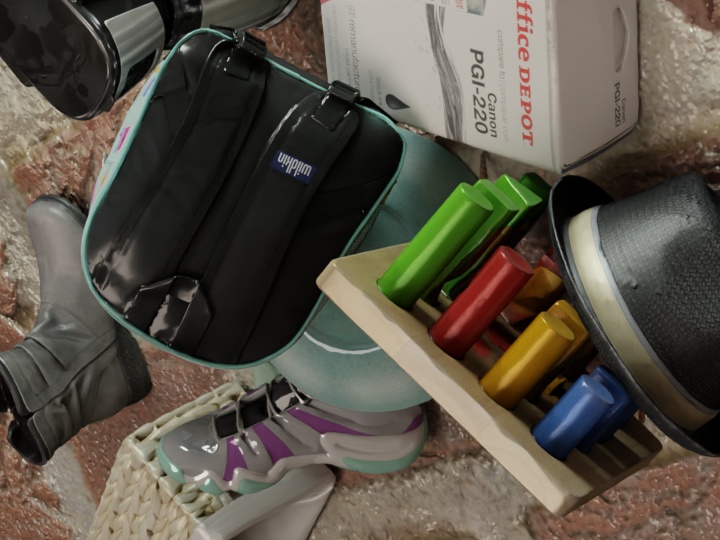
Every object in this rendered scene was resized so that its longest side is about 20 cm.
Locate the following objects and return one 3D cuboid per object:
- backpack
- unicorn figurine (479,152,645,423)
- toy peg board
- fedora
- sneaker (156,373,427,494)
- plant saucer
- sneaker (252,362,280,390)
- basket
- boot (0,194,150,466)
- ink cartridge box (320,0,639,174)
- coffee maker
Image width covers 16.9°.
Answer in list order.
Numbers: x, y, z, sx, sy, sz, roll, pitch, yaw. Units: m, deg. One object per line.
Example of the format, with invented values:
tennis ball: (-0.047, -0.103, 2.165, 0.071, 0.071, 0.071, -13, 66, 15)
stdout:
backpack: (-0.087, -0.035, 1.563, 0.176, 0.200, 0.153, 27, 169, -8)
unicorn figurine: (0.125, 0.033, 1.594, 0.137, 0.074, 0.200, 8, 105, 25)
toy peg board: (0.106, 0.030, 1.456, 0.199, 0.200, 0.098, 44, 109, 12)
fedora: (0.197, 0.010, 1.456, 0.092, 0.201, 0.201, -35, 87, 21)
sneaker: (-0.049, 0.083, 1.740, 0.078, 0.200, 0.140, -114, 20, -49)
plant saucer: (0.000, 0.000, 1.659, 0.201, 0.039, 0.201, 2, 95, 19)
sneaker: (-0.078, 0.052, 1.796, 0.074, 0.118, 0.200, 35, 136, 26)
basket: (-0.128, 0.202, 1.939, 0.123, 0.136, 0.200, 48, 141, 20)
boot: (-0.256, 0.048, 1.976, 0.070, 0.132, 0.200, -8, 108, 50)
ink cartridge box: (0.072, -0.160, 1.524, 0.200, 0.085, 0.146, 19, 127, 37)
coffee maker: (-0.167, -0.213, 1.654, 0.192, 0.200, 0.135, 35, 135, 27)
